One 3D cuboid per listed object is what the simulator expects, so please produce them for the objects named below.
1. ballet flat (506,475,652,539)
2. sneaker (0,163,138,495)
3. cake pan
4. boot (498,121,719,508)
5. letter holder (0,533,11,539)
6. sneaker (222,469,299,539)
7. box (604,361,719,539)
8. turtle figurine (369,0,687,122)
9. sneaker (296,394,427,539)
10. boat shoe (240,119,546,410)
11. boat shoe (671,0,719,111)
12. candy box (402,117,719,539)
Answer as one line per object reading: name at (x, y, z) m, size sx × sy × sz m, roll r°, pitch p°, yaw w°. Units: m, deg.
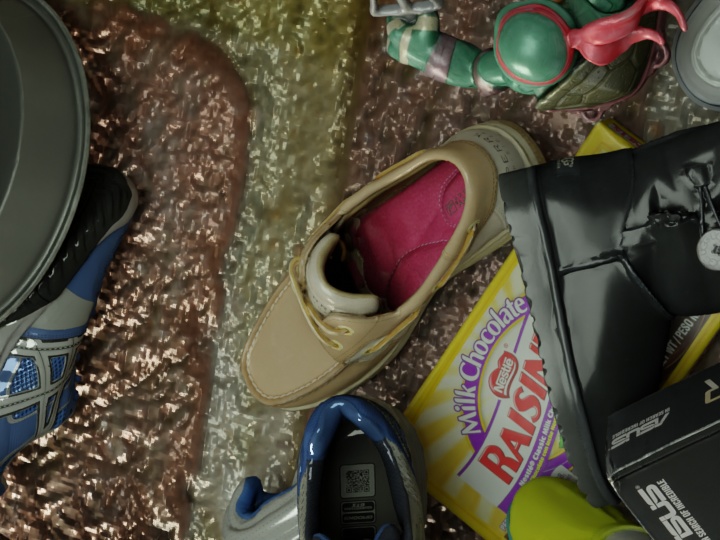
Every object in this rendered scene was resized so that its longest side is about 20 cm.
ballet flat at (0.147, 0.170, 0.936) m, size 0.200 × 0.067 × 0.067 m, roll 54°, pitch 146°, yaw -4°
sneaker at (-0.176, 0.033, 1.073) m, size 0.200 × 0.077 × 0.076 m, roll -53°, pitch 43°, yaw 6°
cake pan at (-0.224, -0.059, 1.054) m, size 0.199 × 0.037 × 0.201 m, roll -9°, pitch 74°, yaw 32°
boot at (0.175, 0.010, 0.894) m, size 0.199 × 0.066 × 0.166 m, roll -13°, pitch 108°, yaw 11°
letter holder at (-0.163, 0.207, 1.057) m, size 0.200 × 0.142 × 0.101 m, roll 33°, pitch 86°, yaw -3°
sneaker at (0.020, 0.148, 0.993) m, size 0.199 × 0.081 × 0.147 m, roll -7°, pitch 100°, yaw 30°
box at (0.222, 0.110, 0.871) m, size 0.160 × 0.044 × 0.200 m, roll -28°, pitch 115°, yaw 24°
turtle figurine at (0.083, -0.111, 0.858) m, size 0.149 × 0.200 × 0.101 m, roll -28°, pitch 87°, yaw 24°
sneaker at (0.002, 0.148, 0.922) m, size 0.077 × 0.085 × 0.201 m, roll -13°, pitch 71°, yaw 3°
boat shoe at (0.000, 0.000, 0.975) m, size 0.200 × 0.069 × 0.074 m, roll -45°, pitch 71°, yaw 30°
boat shoe at (0.215, -0.126, 0.870) m, size 0.199 × 0.067 × 0.074 m, roll -28°, pitch 86°, yaw 25°
candy box at (0.100, 0.039, 0.971) m, size 0.102 × 0.026 × 0.200 m, roll 38°, pitch 111°, yaw 16°
